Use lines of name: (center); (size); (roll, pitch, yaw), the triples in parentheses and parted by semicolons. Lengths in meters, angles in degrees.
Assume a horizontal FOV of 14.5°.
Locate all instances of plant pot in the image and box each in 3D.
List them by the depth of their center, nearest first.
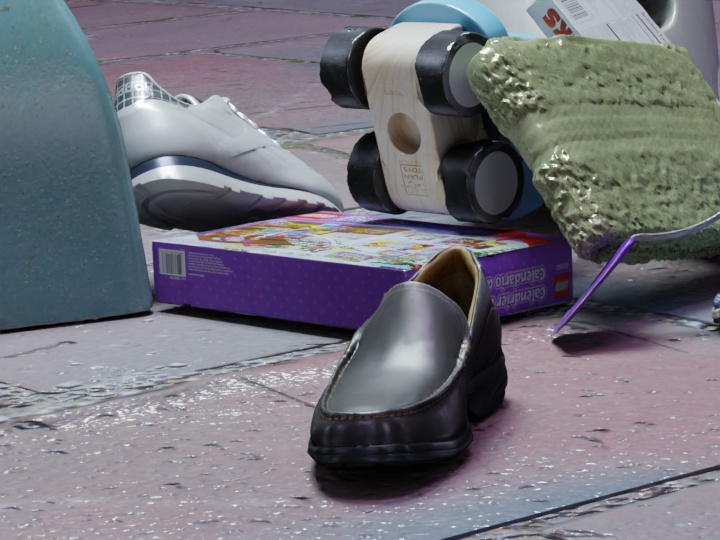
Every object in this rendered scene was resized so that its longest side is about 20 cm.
plant pot: (-0.246, -0.077, 1.630); (0.195, 0.201, 0.196); (-8, 11, -22)

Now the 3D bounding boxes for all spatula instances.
spatula: (0.176, -0.029, 1.476); (0.200, 0.021, 0.057); (-33, -4, -9)

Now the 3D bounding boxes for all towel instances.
towel: (0.152, -0.066, 1.577); (0.200, 0.149, 0.036); (-4, -31, -49)

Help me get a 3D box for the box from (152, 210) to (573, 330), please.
box: (0.000, 0.000, 1.581); (0.200, 0.039, 0.137); (7, 13, 44)

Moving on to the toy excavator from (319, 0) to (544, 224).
toy excavator: (0.093, -0.080, 1.654); (0.100, 0.195, 0.200); (7, 27, 45)

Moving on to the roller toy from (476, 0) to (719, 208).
roller toy: (0.141, -0.128, 1.823); (0.182, 0.140, 0.200); (-13, -18, 32)

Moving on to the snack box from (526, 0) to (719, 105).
snack box: (0.184, -0.093, 1.683); (0.072, 0.200, 0.024); (-22, -20, -49)

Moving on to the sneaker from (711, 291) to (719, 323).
sneaker: (0.230, -0.022, 1.507); (0.078, 0.089, 0.200); (0, 13, 15)

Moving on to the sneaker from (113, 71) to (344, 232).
sneaker: (-0.075, -0.063, 1.701); (0.076, 0.081, 0.200); (-26, -24, 24)

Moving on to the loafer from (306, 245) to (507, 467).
loafer: (0.019, 0.040, 1.268); (0.073, 0.073, 0.200); (0, 12, 12)
